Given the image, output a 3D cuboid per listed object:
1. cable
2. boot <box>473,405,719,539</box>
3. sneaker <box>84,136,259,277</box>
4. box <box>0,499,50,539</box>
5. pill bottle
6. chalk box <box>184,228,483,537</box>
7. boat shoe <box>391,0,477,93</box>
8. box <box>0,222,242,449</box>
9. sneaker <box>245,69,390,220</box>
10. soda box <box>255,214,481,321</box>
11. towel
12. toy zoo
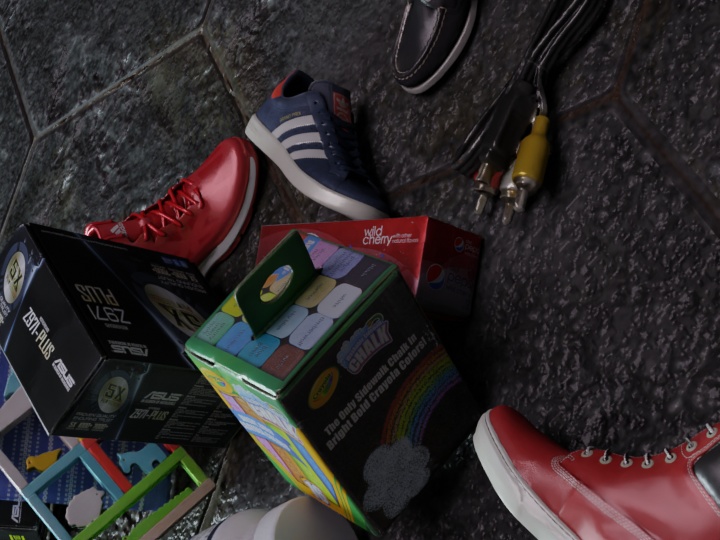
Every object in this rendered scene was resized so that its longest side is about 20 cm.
[{"bbox_3d":[0.130,-0.130,0.973,0.201,0.050,0.097,-63,22,-10],"label":"cable"},{"bbox_3d":[0.166,0.118,0.797,0.200,0.072,0.145,46,109,38],"label":"boot"},{"bbox_3d":[-0.180,-0.043,1.207,0.078,0.115,0.201,40,106,47],"label":"sneaker"},{"bbox_3d":[-0.316,0.163,1.260,0.193,0.047,0.202,126,148,-68],"label":"box"},{"bbox_3d":[-0.095,0.251,0.995,0.199,0.115,0.117,-33,53,35],"label":"pill bottle"},{"bbox_3d":[-0.027,0.061,0.907,0.125,0.201,0.123,-45,36,-20],"label":"chalk box"},{"bbox_3d":[0.068,-0.243,1.055,0.074,0.060,0.201,36,102,48],"label":"boat shoe"},{"bbox_3d":[-0.196,0.058,1.100,0.086,0.199,0.164,-51,54,19],"label":"box"},{"bbox_3d":[-0.026,-0.109,1.097,0.085,0.075,0.200,-55,46,9],"label":"sneaker"},{"bbox_3d":[0.000,0.000,1.030,0.199,0.063,0.071,0,77,47],"label":"soda box"},{"bbox_3d":[-0.262,0.137,1.173,0.024,0.198,0.146,141,134,-64],"label":"towel"},{"bbox_3d":[-0.238,0.156,1.131,0.131,0.020,0.200,-39,79,-19],"label":"toy zoo"}]
